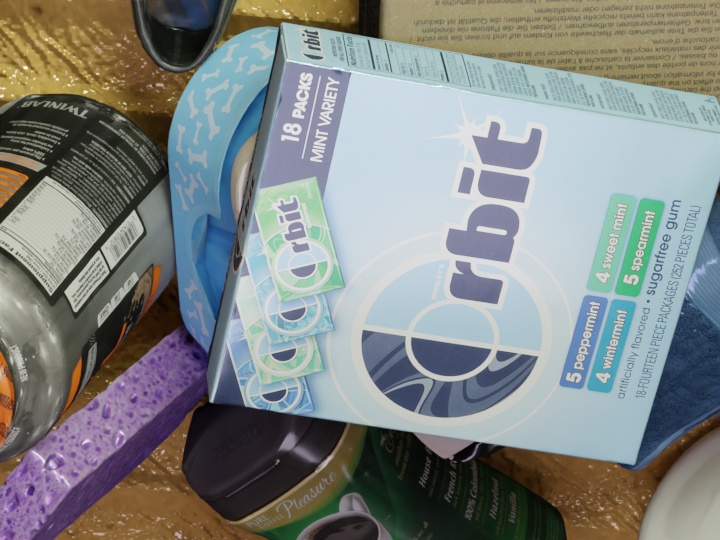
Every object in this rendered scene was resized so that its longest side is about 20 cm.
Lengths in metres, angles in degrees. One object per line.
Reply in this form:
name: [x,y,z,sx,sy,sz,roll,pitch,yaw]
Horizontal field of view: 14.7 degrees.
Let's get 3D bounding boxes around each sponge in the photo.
sponge: [-0.129,0.088,1.377,0.030,0.200,0.112,43,124,4]

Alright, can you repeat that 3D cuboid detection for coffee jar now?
coffee jar: [0.007,0.120,1.462,0.200,0.086,0.104,37,128,-25]

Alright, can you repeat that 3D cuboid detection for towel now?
towel: [0.172,0.016,1.307,0.200,0.049,0.112,-30,131,25]

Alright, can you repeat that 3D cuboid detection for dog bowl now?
dog bowl: [-0.040,-0.029,1.337,0.050,0.111,0.201,32,140,34]

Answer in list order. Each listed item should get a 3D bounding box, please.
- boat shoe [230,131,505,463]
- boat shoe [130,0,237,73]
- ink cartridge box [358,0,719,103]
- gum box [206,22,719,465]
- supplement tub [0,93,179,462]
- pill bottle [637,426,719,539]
boat shoe: [0.000,0.000,1.315,0.075,0.093,0.200,-34,116,3]
boat shoe: [-0.071,-0.179,1.244,0.068,0.057,0.201,5,129,-2]
ink cartridge box: [0.102,-0.130,1.245,0.199,0.075,0.165,-3,125,-9]
gum box: [0.045,-0.009,1.233,0.199,0.045,0.170,10,116,-9]
supplement tub: [-0.169,0.009,1.292,0.122,0.200,0.123,10,121,17]
pill bottle: [0.251,0.175,1.482,0.200,0.116,0.116,38,120,-25]
